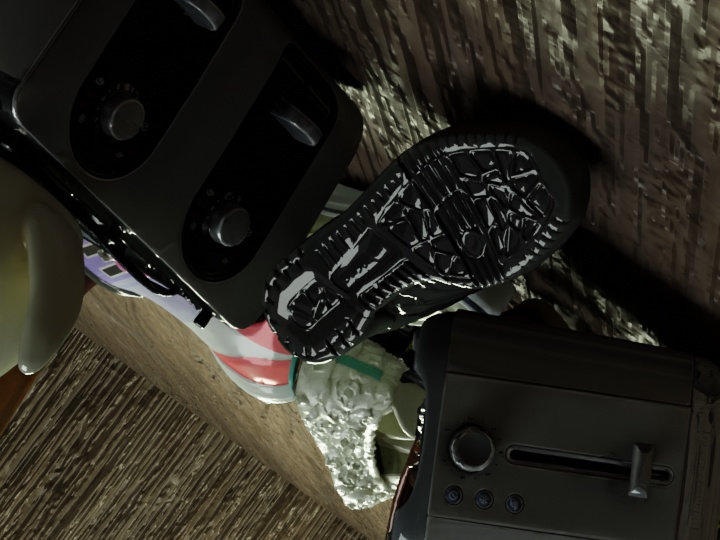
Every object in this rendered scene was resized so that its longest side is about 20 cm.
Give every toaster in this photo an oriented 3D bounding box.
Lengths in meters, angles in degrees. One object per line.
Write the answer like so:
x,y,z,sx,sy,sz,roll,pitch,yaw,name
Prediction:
0.081,0.081,1.012,0.128,0.115,0.200,8,174,4,toaster
-0.117,-0.087,0.981,0.199,0.119,0.181,28,167,40,toaster

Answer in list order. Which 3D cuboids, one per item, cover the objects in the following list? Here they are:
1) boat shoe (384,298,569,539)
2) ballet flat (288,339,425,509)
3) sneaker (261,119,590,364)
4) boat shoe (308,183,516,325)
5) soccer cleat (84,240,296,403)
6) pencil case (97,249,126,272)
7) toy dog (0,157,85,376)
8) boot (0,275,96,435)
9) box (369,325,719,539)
0.056,0.095,1.174,0.071,0.070,0.201,52,150,31,boat shoe
0.011,0.085,1.289,0.072,0.072,0.200,33,170,20,ballet flat
0.034,-0.019,0.939,0.199,0.104,0.060,-30,90,44,sneaker
0.000,0.000,1.167,0.072,0.062,0.200,42,169,-31,boat shoe
-0.094,-0.009,1.305,0.200,0.068,0.073,38,152,28,soccer cleat
-0.152,-0.073,1.274,0.199,0.083,0.086,33,-151,32,pencil case
-0.199,0.039,0.915,0.193,0.201,0.140,31,170,31,toy dog
-0.161,0.013,1.407,0.188,0.201,0.069,35,171,7,boot
0.103,0.088,1.293,0.160,0.044,0.200,42,170,-36,box
